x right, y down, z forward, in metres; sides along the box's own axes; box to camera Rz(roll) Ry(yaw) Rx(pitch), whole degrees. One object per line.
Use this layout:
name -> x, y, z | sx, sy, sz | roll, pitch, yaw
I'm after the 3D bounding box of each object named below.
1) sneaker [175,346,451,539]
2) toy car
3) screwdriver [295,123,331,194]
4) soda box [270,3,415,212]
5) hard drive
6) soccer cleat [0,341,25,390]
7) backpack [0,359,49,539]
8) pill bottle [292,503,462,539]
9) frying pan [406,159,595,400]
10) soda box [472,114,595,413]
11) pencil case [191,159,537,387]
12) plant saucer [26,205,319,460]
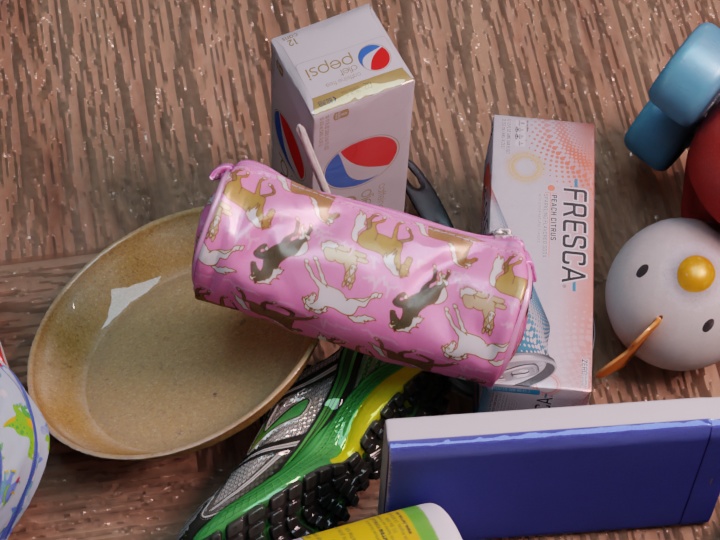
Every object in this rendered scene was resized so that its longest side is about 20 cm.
sneaker -> -0.038, 0.113, 1.347 | 0.085, 0.078, 0.200 | 31, 59, 33
toy car -> 0.216, -0.009, 1.377 | 0.184, 0.177, 0.200 | 38, 77, 7
screwdriver -> -0.010, -0.021, 1.349 | 0.028, 0.200, 0.029 | -25, 55, -3
soda box -> -0.013, -0.071, 1.376 | 0.068, 0.200, 0.064 | -21, 61, -14
hard drive -> 0.112, 0.118, 1.304 | 0.200, 0.132, 0.025 | -4, 59, -4
soccer cleat -> -0.247, 0.071, 1.366 | 0.069, 0.085, 0.200 | -7, 79, -36
backpack -> -0.267, 0.125, 1.257 | 0.163, 0.200, 0.154 | 44, 37, 22
pill bottle -> -0.036, 0.208, 1.257 | 0.200, 0.111, 0.111 | -15, 60, -10
frying pan -> 0.061, 0.018, 1.422 | 0.190, 0.031, 0.115 | 36, 62, 21
soda box -> 0.108, 0.002, 1.384 | 0.068, 0.064, 0.200 | 5, 57, -1
pencil case -> 0.000, 0.000, 1.288 | 0.200, 0.083, 0.087 | 15, 58, 4
plant saucer -> -0.105, 0.044, 1.369 | 0.200, 0.035, 0.200 | -14, 45, 14
